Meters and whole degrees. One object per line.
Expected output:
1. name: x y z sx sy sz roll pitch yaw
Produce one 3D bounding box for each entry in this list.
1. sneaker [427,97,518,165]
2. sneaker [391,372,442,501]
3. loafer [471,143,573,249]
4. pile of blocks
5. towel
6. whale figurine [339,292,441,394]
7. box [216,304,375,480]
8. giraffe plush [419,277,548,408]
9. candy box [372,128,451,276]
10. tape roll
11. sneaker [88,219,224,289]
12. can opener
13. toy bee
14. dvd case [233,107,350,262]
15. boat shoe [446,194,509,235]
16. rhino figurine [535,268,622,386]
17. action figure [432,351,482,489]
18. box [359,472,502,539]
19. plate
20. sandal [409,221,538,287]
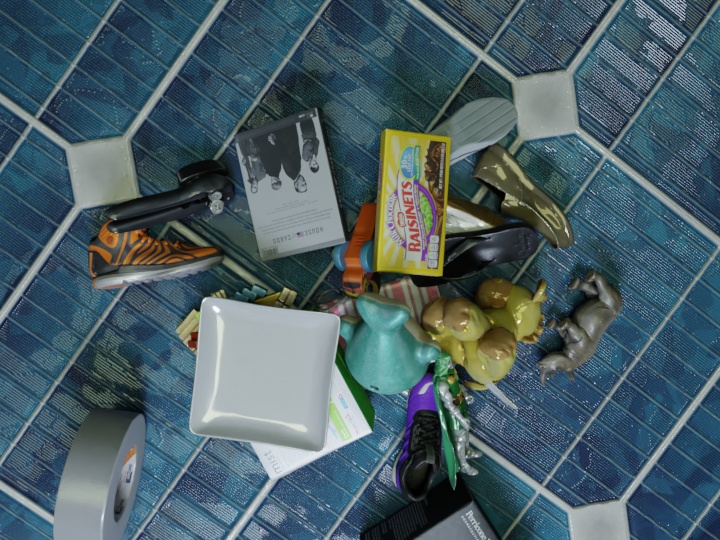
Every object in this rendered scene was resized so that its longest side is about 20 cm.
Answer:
1. sneaker: 0.146 -0.203 0.994 0.199 0.071 0.073 -27 89 -11
2. sneaker: 0.103 0.264 1.008 0.069 0.100 0.201 10 94 -6
3. loafer: 0.248 -0.104 1.006 0.067 0.076 0.200 -41 85 1
4. pile of blocks: -0.194 0.066 0.999 0.199 0.062 0.082 -24 95 -1
5. towel: 0.041 0.096 1.029 0.199 0.030 0.147 -18 94 -1
6. whale figurine: 0.033 0.107 0.918 0.158 0.200 0.104 16 63 14
7. box: -0.100 0.183 0.984 0.176 0.097 0.201 -28 95 8
8. giraffe plush: 0.205 0.078 0.967 0.200 0.172 0.162 47 68 -14
9. candy box: 0.074 -0.095 0.924 0.102 0.026 0.201 4 89 -13
10. tape roll: -0.371 0.304 0.939 0.066 0.200 0.201 10 94 -5
11. sneaker: -0.312 -0.042 0.979 0.199 0.078 0.113 -9 86 -10
12. can opener: -0.278 -0.099 0.960 0.199 0.064 0.079 -28 53 -26
13. toy bee: 0.000 0.000 0.986 0.200 0.131 0.109 -48 134 -15
14. dvd case: -0.105 -0.125 0.973 0.150 0.025 0.201 -12 92 24
15. boat shoe: 0.142 -0.075 1.006 0.199 0.071 0.070 23 113 2
16. rhino figurine: 0.344 0.100 1.029 0.087 0.060 0.201 28 96 -15
17. action figure: 0.142 0.210 0.974 0.054 0.118 0.201 -9 112 20
18. box: 0.133 0.467 1.018 0.199 0.117 0.197 -33 95 -1
19. plate: -0.135 0.146 0.920 0.198 0.032 0.201 7 95 3
20. sandal: 0.164 -0.022 0.965 0.199 0.043 0.076 -19 121 15
